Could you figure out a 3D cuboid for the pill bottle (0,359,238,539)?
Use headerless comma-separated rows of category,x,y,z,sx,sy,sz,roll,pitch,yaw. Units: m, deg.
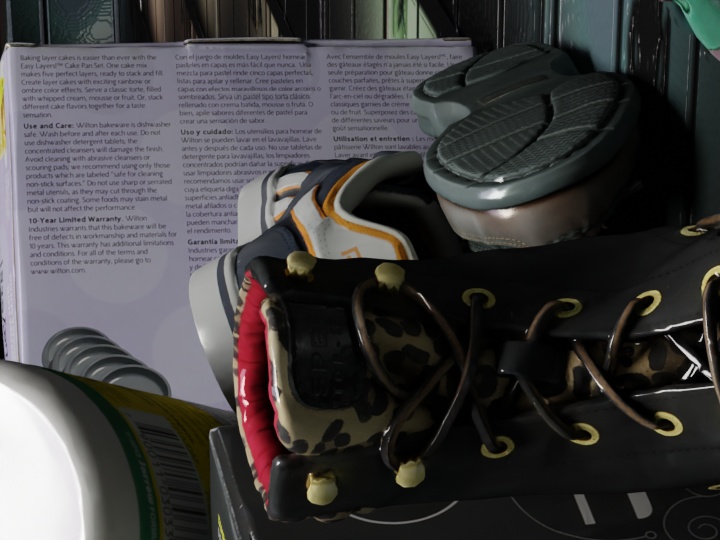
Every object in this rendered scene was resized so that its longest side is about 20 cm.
pill bottle,-0.065,0.097,0.856,0.200,0.112,0.113,17,-118,-56

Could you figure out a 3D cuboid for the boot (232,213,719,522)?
boot,0.052,0.021,0.627,0.200,0.150,0.074,176,90,-81

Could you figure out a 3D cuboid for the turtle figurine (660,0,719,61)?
turtle figurine,0.078,-0.106,0.605,0.200,0.100,0.151,123,142,-66

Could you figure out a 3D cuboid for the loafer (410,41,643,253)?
loafer,0.059,-0.029,0.874,0.200,0.072,0.063,-103,-7,-76

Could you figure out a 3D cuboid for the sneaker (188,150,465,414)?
sneaker,0.000,0.000,0.917,0.200,0.079,0.079,-70,-45,-76

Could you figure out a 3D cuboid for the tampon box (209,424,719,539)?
tampon box,0.039,0.149,0.768,0.126,0.149,0.201,-111,19,-52

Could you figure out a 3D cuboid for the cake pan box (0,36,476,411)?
cake pan box,-0.038,0.004,1.037,0.052,0.199,0.185,137,129,-72
